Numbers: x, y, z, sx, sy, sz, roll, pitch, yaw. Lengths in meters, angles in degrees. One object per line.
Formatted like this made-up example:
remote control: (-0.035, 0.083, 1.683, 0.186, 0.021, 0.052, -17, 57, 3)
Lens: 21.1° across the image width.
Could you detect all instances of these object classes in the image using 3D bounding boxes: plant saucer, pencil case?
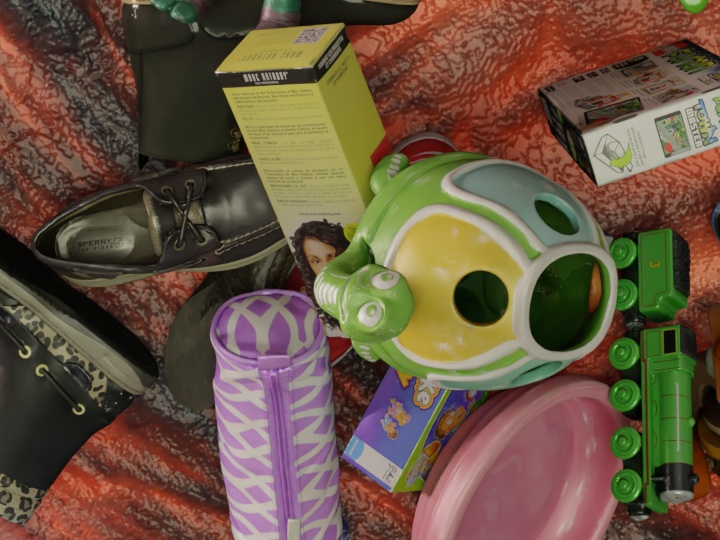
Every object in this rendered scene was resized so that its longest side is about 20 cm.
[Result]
plant saucer: (0.103, 0.156, 1.303, 0.051, 0.200, 0.202, 29, 104, 37)
pencil case: (-0.056, 0.109, 1.285, 0.083, 0.086, 0.201, -3, 126, 4)

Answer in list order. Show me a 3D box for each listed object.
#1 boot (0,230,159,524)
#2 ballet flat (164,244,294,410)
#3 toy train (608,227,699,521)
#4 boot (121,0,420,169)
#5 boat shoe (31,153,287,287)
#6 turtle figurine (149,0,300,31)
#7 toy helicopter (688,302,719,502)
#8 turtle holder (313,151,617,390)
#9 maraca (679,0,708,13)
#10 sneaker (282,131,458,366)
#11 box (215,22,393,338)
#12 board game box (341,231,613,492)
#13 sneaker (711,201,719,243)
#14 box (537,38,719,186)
boot: (-0.257, 0.063, 1.306, 0.203, 0.074, 0.154, 37, 102, -8)
ballet flat: (-0.077, 0.003, 1.314, 0.067, 0.046, 0.201, 26, 105, 15)
toy train: (0.196, 0.066, 1.287, 0.056, 0.042, 0.202, -10, 68, 29)
boot: (-0.058, -0.135, 1.273, 0.198, 0.077, 0.139, 3, 107, 11)
boat shoe: (-0.123, -0.031, 1.266, 0.199, 0.065, 0.072, -12, 88, 19)
turtle figurine: (-0.050, -0.238, 1.169, 0.149, 0.100, 0.201, 28, 108, 29)
toy helicopter: (0.264, 0.101, 1.267, 0.078, 0.200, 0.133, -15, 106, -14)
turtle holder: (0.063, -0.002, 1.108, 0.185, 0.131, 0.142, 30, 82, -42)
maraca: (0.219, -0.267, 1.227, 0.136, 0.107, 0.201, 16, 102, 3)
sneaker: (0.000, 0.000, 1.278, 0.071, 0.113, 0.201, 34, 100, -8)
box: (-0.014, -0.050, 1.172, 0.075, 0.050, 0.201, -1, 126, 34)
board game box: (0.080, 0.049, 1.281, 0.045, 0.134, 0.201, 33, 102, 26)
sneaker: (0.324, 0.009, 1.306, 0.199, 0.083, 0.071, 40, 98, -10)
box: (0.180, -0.103, 1.216, 0.109, 0.200, 0.035, -18, 103, 3)
